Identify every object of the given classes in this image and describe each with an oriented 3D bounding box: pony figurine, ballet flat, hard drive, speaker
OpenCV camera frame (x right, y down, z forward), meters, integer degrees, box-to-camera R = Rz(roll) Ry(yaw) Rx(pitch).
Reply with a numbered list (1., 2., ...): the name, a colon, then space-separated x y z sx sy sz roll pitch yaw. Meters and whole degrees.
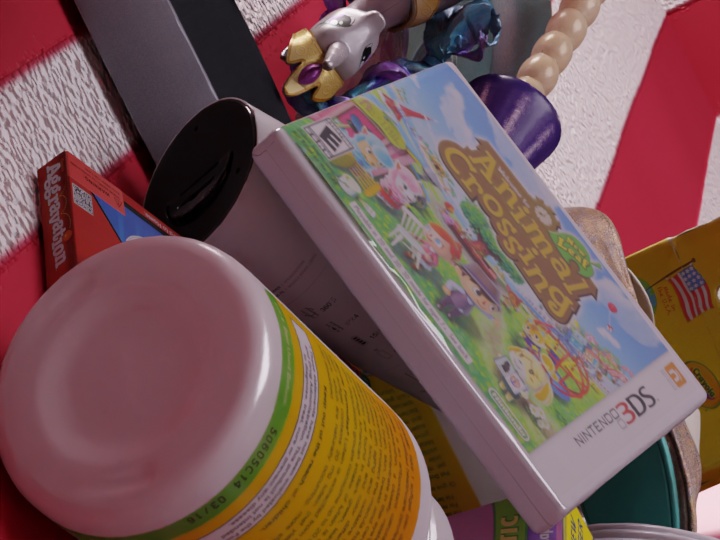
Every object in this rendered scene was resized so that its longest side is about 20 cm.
1. pony figurine: 0.012 -0.152 1.477 0.167 0.200 0.193 54 -14 -15
2. ballet flat: 0.131 0.060 1.382 0.067 0.068 0.201 -21 94 -49
3. hard drive: -0.082 -0.098 1.338 0.201 0.042 0.135 64 14 -6
4. speaker: 0.000 0.000 1.273 0.200 0.081 0.081 29 33 -32

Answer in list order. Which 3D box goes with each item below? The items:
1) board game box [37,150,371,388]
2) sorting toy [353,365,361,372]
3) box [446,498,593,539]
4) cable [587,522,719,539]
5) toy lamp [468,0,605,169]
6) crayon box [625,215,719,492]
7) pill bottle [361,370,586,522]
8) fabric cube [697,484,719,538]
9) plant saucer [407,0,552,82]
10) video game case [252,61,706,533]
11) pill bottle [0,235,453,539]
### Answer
1. board game box: -0.057 0.040 1.173 0.200 0.019 0.103 38 29 -38
2. sorting toy: -0.009 0.097 1.292 0.186 0.036 0.200 62 14 -11
3. box: 0.080 0.229 1.209 0.176 0.096 0.200 -85 151 -49
4. cable: 0.147 0.200 1.351 0.200 0.200 0.069 44 47 -17
5. toy lamp: 0.100 -0.115 1.470 0.058 0.058 0.200 57 47 -28
6. crayon box: 0.135 0.069 1.526 0.051 0.199 0.127 27 41 -68
7. pill bottle: 0.059 0.072 1.431 0.201 0.109 0.109 63 14 -12
8. fabric cube: 0.236 0.170 1.666 0.200 0.195 0.201 -89 164 -57
9. plant saucer: 0.047 -0.100 1.589 0.027 0.200 0.201 12 43 -25
10. video game case: 0.057 0.005 1.241 0.200 0.022 0.182 53 29 6
11. pill bottle: -0.040 0.078 1.056 0.200 0.111 0.111 46 24 -53
